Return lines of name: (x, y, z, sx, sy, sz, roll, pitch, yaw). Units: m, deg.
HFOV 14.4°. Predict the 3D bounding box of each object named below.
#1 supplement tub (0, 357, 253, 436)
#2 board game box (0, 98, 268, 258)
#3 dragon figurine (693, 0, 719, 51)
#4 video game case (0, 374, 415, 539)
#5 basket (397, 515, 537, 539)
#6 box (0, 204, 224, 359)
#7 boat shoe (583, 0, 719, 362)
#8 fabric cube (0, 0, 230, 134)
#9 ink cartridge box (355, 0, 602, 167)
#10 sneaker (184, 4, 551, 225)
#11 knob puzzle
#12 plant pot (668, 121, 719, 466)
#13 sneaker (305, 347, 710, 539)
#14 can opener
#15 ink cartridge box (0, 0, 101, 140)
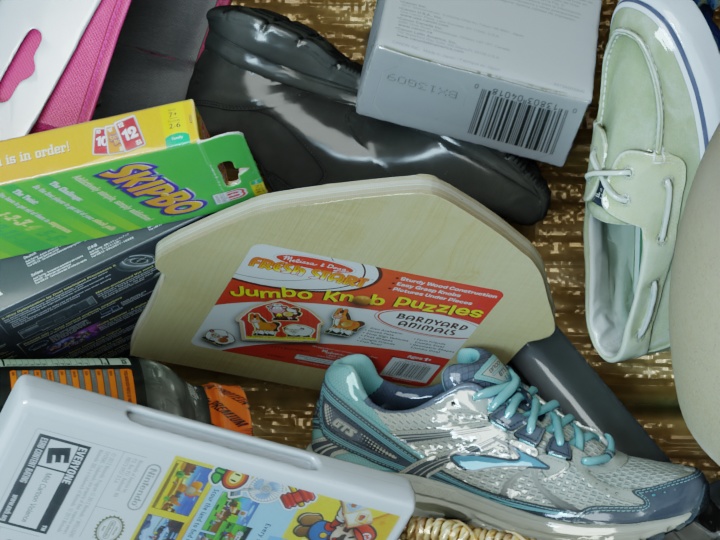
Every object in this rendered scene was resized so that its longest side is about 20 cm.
supplement tub: (-0.152, 0.101, 1.290, 0.200, 0.123, 0.123, 0, 77, -11)
board game box: (-0.145, -0.034, 1.276, 0.200, 0.096, 0.030, -10, 73, 3)
dragon figurine: (0.158, -0.132, 1.416, 0.059, 0.099, 0.200, -7, 44, 1)
video game case: (-0.099, 0.144, 1.239, 0.182, 0.023, 0.200, 17, 123, -20)
basket: (0.097, 0.168, 1.319, 0.143, 0.200, 0.149, -21, 76, 1)
box: (-0.152, 0.017, 1.396, 0.200, 0.160, 0.044, -26, 73, -1)
boat shoe: (0.140, -0.041, 1.373, 0.062, 0.200, 0.072, -25, 34, -27)
fabric cube: (-0.182, -0.152, 1.419, 0.199, 0.196, 0.200, 16, 79, 8)
ink cartridge box: (0.067, -0.146, 1.447, 0.109, 0.050, 0.200, 15, 44, -4)
sneaker: (0.001, -0.062, 1.454, 0.200, 0.076, 0.091, 25, 98, 8)
knob puzzle: (0.000, 0.000, 1.347, 0.220, 0.220, 0.030, 0, 61, 5)
plant pot: (0.220, 0.033, 1.309, 0.200, 0.200, 0.134, 36, 116, 11)
sneaker: (0.067, 0.084, 1.356, 0.200, 0.078, 0.086, 5, 99, 13)
can opener: (0.139, 0.100, 1.416, 0.200, 0.053, 0.066, 47, 50, 11)
ink cartridge box: (-0.230, -0.135, 1.286, 0.200, 0.067, 0.116, 25, 81, 10)
